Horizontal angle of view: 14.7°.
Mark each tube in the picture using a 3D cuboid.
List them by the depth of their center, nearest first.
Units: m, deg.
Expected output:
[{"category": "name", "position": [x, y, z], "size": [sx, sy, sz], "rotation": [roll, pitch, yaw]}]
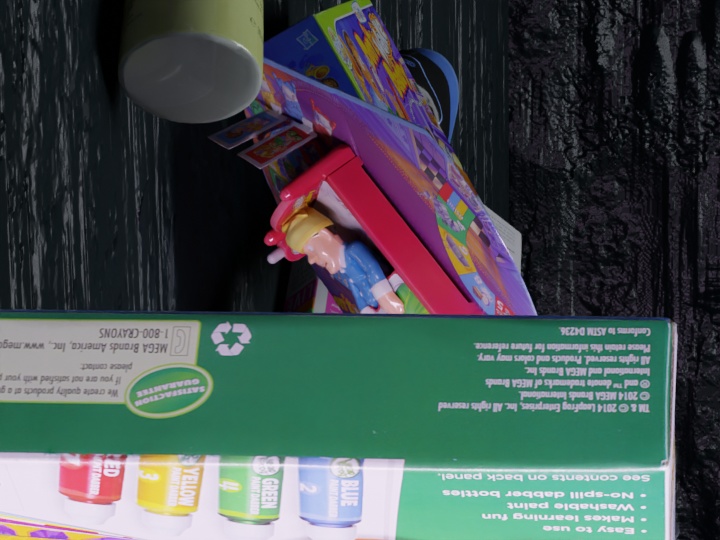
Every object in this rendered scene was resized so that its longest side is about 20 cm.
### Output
[{"category": "tube", "position": [-0.057, -0.147, 1.012], "size": [0.058, 0.052, 0.201], "rotation": [-40, -141, 41]}]

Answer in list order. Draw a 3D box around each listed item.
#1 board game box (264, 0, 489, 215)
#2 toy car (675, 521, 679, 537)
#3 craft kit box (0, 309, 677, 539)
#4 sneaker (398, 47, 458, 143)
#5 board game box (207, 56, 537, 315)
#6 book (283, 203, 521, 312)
[{"category": "board game box", "position": [0.005, -0.056, 1.310], "size": [0.135, 0.045, 0.200], "rotation": [60, 10, -4]}, {"category": "toy car", "position": [0.032, 0.111, 1.141], "size": [0.164, 0.199, 0.159], "rotation": [-67, 157, -73]}, {"category": "craft kit box", "position": [-0.020, 0.080, 0.695], "size": [0.198, 0.199, 0.049], "rotation": [79, 14, -57]}, {"category": "sneaker", "position": [0.021, -0.030, 1.651], "size": [0.078, 0.070, 0.201], "rotation": [-30, 121, -67]}, {"category": "board game box", "position": [0.000, 0.000, 1.139], "size": [0.200, 0.039, 0.159], "rotation": [29, -33, 52]}, {"category": "book", "position": [0.023, 0.014, 1.445], "size": [0.133, 0.048, 0.201], "rotation": [39, 35, -23]}]
